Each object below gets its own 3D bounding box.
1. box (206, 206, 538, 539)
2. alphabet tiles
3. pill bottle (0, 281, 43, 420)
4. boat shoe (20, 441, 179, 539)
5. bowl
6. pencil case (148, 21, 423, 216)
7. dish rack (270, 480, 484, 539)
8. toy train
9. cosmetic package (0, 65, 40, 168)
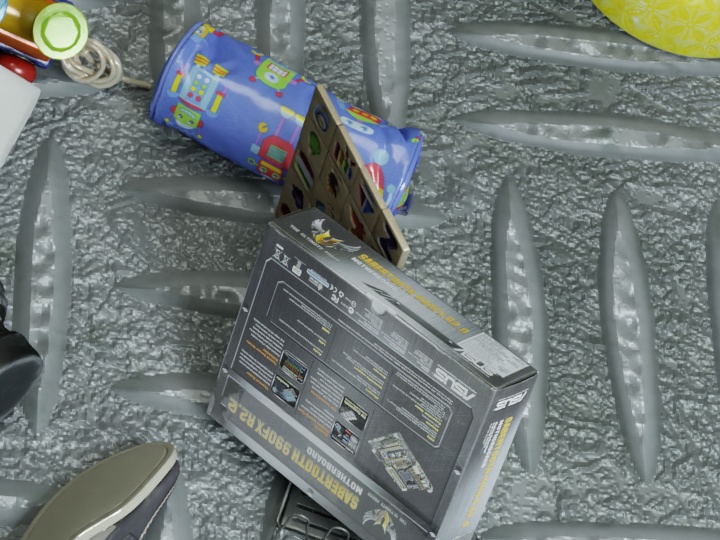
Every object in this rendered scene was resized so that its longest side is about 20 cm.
[{"bbox_3d":[0.004,0.079,1.637,0.200,0.159,0.048,36,34,27],"label":"box"},{"bbox_3d":[0.000,0.000,1.705,0.008,0.167,0.200,-19,67,-22],"label":"alphabet tiles"},{"bbox_3d":[-0.301,0.014,1.654,0.112,0.112,0.200,-35,74,-28],"label":"pill bottle"},{"bbox_3d":[-0.178,0.188,1.629,0.200,0.072,0.063,-48,123,-36],"label":"boat shoe"},{"bbox_3d":[0.266,-0.276,1.968,0.199,0.108,0.201,6,59,-10],"label":"bowl"},{"bbox_3d":[-0.047,-0.103,1.805,0.199,0.078,0.087,26,42,2],"label":"pencil case"},{"bbox_3d":[-0.001,0.218,1.647,0.153,0.055,0.201,20,58,-3],"label":"dish rack"},{"bbox_3d":[-0.212,-0.165,1.748,0.199,0.116,0.085,23,89,-24],"label":"toy train"},{"bbox_3d":[-0.325,-0.129,1.709,0.200,0.102,0.074,30,63,-14],"label":"cosmetic package"}]
